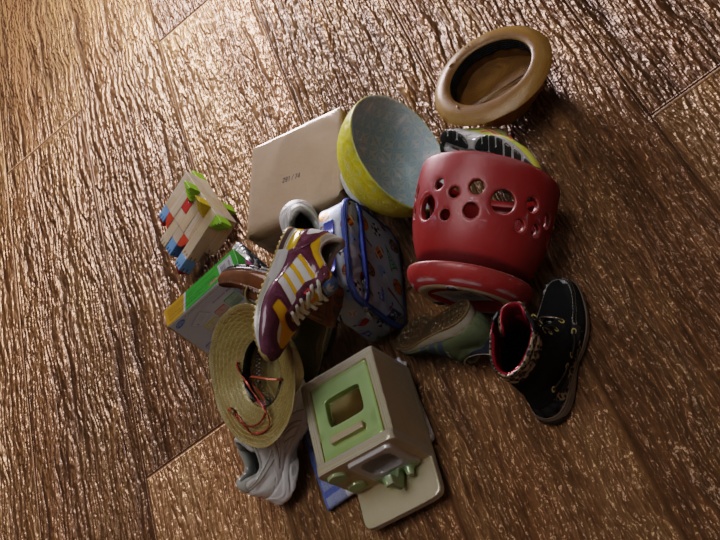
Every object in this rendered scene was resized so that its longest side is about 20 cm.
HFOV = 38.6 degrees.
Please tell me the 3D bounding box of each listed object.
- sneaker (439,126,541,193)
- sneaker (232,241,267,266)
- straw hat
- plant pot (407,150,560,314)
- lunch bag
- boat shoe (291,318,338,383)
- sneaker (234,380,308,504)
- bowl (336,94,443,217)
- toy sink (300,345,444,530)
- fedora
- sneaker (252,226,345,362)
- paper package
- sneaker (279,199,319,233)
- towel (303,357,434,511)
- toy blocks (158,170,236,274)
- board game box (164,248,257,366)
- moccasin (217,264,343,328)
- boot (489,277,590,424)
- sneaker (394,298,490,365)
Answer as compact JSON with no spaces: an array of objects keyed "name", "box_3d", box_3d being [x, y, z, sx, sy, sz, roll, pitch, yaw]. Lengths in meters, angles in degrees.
[{"name":"sneaker","box_3d":[0.209,-0.177,1.534,0.200,0.089,0.079,35,130,48]},{"name":"sneaker","box_3d":[-0.210,0.022,1.699,0.116,0.075,0.200,-49,11,-1]},{"name":"straw hat","box_3d":[-0.127,0.144,1.468,0.199,0.084,0.204,5,98,44]},{"name":"plant pot","box_3d":[0.165,-0.044,1.421,0.198,0.200,0.185,2,75,38]},{"name":"lunch bag","box_3d":[0.000,0.000,1.540,0.075,0.160,0.202,-25,51,24]},{"name":"boat shoe","box_3d":[-0.068,0.106,1.569,0.073,0.065,0.202,35,121,25]},{"name":"sneaker","box_3d":[-0.134,0.237,1.512,0.078,0.099,0.203,-14,64,52]},{"name":"bowl","box_3d":[0.031,-0.159,1.606,0.107,0.199,0.202,-34,46,41]},{"name":"toy sink","box_3d":[0.012,0.228,1.400,0.130,0.112,0.202,-31,53,22]},{"name":"fedora","box_3d":[0.214,-0.284,1.593,0.199,0.082,0.203,-19,52,26]},{"name":"sneaker","box_3d":[-0.079,0.030,1.365,0.089,0.075,0.202,5,61,17]},{"name":"paper package","box_3d":[-0.085,-0.146,1.733,0.198,0.103,0.193,-20,54,28]},{"name":"sneaker","box_3d":[-0.069,-0.014,1.592,0.077,0.202,0.099,-29,3,-2]},{"name":"towel","box_3d":[0.009,0.237,1.489,0.199,0.024,0.148,-37,50,17]},{"name":"toy blocks","box_3d":[-0.310,-0.080,1.887,0.137,0.099,0.200,-53,45,14]},{"name":"board game box","box_3d":[-0.183,0.078,1.605,0.153,0.200,0.040,-40,38,10]},{"name":"moccasin","box_3d":[-0.118,0.038,1.468,0.199,0.074,0.079,14,91,20]},{"name":"boot","box_3d":[0.229,0.079,1.321,0.072,0.150,0.202,-1,64,37]},{"name":"sneaker","box_3d":[0.126,0.103,1.443,0.067,0.090,0.200,-58,14,-26]}]
